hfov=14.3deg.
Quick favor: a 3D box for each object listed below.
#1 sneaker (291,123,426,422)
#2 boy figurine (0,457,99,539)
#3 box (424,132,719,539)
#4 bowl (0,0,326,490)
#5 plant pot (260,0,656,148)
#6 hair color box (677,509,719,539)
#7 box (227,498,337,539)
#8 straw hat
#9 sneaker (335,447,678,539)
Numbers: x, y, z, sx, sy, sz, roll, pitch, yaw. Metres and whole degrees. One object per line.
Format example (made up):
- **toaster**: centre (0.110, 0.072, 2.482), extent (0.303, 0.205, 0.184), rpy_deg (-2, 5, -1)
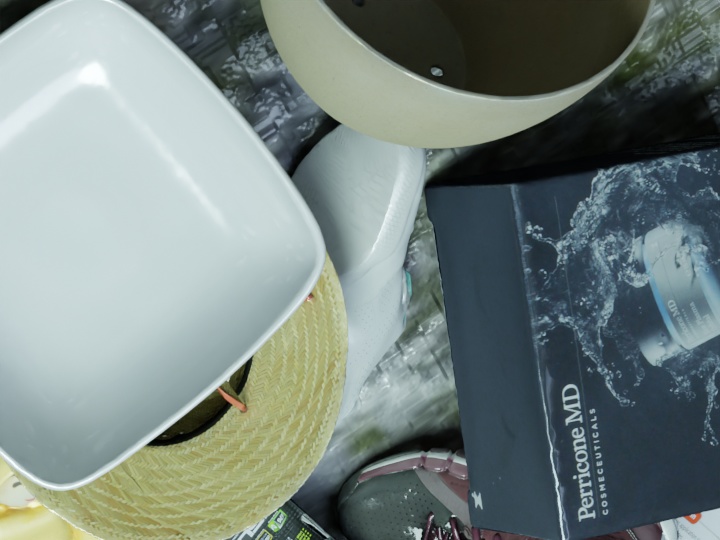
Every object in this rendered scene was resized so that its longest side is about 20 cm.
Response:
- **sneaker**: centre (0.000, 0.000, 1.569), extent (0.088, 0.075, 0.200), rpy_deg (-4, 128, -42)
- **boy figurine**: centre (-0.180, 0.155, 1.564), extent (0.124, 0.064, 0.200), rpy_deg (-10, 127, -22)
- **box**: centre (0.157, 0.033, 1.587), extent (0.200, 0.117, 0.197), rpy_deg (-11, 95, -23)
- **bowl**: centre (-0.140, -0.018, 1.427), extent (0.200, 0.075, 0.200), rpy_deg (-41, 96, -1)
- **plant pot**: centre (0.030, -0.140, 1.429), extent (0.200, 0.201, 0.134), rpy_deg (-7, 157, -25)
- **hair color box**: centre (0.139, 0.168, 1.748), extent (0.200, 0.064, 0.111), rpy_deg (-45, 129, 5)
- **box**: centre (-0.083, 0.223, 1.628), extent (0.200, 0.047, 0.193), rpy_deg (-51, 144, -5)
- **straw hat**: centre (-0.099, 0.044, 1.513), extent (0.201, 0.085, 0.202), rpy_deg (0, 91, -3)
- **sneaker**: centre (0.079, 0.165, 1.631), extent (0.199, 0.116, 0.076), rpy_deg (3, 124, 8)
